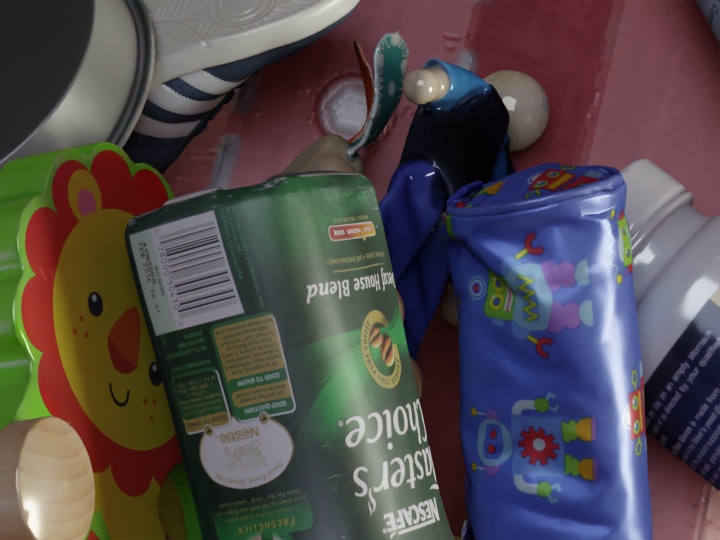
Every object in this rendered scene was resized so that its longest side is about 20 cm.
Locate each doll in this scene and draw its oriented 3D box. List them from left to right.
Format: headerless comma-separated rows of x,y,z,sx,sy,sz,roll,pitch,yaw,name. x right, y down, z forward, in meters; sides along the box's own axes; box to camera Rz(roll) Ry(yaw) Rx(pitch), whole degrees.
0.038,-0.026,0.831,0.048,0.137,0.200,5,41,24,doll

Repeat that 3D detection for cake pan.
-0.192,-0.084,0.833,0.200,0.037,0.201,-11,52,15,cake pan

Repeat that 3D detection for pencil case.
0.077,0.056,0.760,0.087,0.078,0.201,-2,100,21,pencil case

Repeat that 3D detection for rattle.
0.000,0.000,0.856,0.143,0.130,0.200,36,53,3,rattle

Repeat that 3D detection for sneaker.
-0.085,-0.094,0.876,0.199,0.085,0.075,-21,52,6,sneaker

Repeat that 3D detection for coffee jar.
-0.021,0.066,0.692,0.085,0.104,0.201,-13,89,24,coffee jar

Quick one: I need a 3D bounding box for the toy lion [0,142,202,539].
-0.093,0.060,0.703,0.068,0.200,0.192,-9,41,26,toy lion

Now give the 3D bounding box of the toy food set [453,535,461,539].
0.041,0.229,0.794,0.200,0.049,0.198,31,79,12,toy food set

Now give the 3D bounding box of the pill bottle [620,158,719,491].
0.178,0.042,0.803,0.200,0.111,0.111,39,81,14,pill bottle

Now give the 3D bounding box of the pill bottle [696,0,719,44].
0.231,-0.098,0.841,0.108,0.109,0.200,-24,73,-2,pill bottle

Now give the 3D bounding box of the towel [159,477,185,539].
-0.046,0.100,0.784,0.200,0.018,0.086,40,123,18,towel
